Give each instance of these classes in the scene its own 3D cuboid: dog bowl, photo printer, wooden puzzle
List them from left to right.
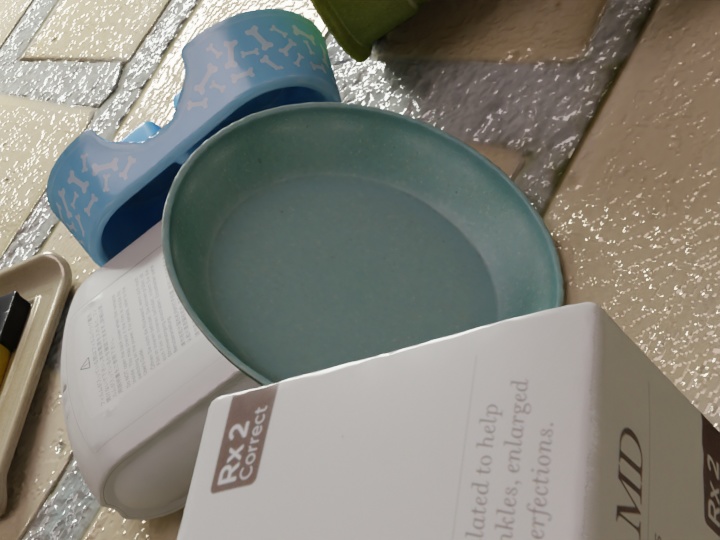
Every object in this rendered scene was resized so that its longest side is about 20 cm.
[{"bbox_3d":[-0.288,0.091,0.995,0.184,0.037,0.201,-21,46,30],"label":"wooden puzzle"},{"bbox_3d":[-0.096,-0.071,0.883,0.200,0.111,0.050,-38,58,12],"label":"dog bowl"},{"bbox_3d":[-0.085,0.035,0.821,0.200,0.069,0.167,-37,41,14],"label":"photo printer"}]

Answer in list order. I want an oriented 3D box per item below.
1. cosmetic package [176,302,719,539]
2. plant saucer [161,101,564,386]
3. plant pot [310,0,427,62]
[{"bbox_3d":[0.052,0.144,0.491,0.164,0.200,0.165,-17,48,33],"label":"cosmetic package"},{"bbox_3d":[0.000,0.000,0.717,0.036,0.199,0.201,109,166,-49],"label":"plant saucer"},{"bbox_3d":[0.047,-0.253,0.870,0.189,0.200,0.201,-20,44,14],"label":"plant pot"}]
